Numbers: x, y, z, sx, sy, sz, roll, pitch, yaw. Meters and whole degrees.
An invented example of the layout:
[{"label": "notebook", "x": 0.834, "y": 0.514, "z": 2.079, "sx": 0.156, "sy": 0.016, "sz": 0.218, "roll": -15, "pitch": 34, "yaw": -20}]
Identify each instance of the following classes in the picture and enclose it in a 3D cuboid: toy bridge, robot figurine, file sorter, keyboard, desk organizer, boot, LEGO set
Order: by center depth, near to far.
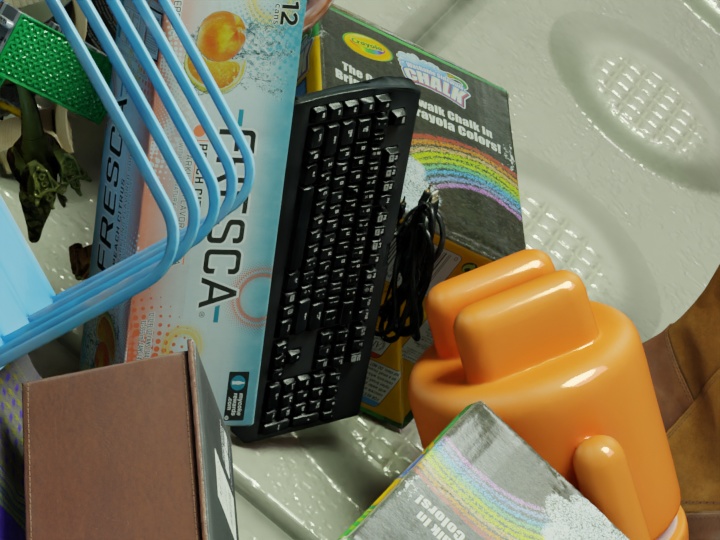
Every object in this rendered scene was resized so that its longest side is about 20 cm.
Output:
[{"label": "file sorter", "x": -0.130, "y": -0.047, "z": 1.057, "sx": 0.139, "sy": 0.123, "sz": 0.200, "roll": 61, "pitch": 10, "yaw": -5}, {"label": "desk organizer", "x": -0.091, "y": 0.132, "z": 1.111, "sx": 0.077, "sy": 0.072, "sz": 0.200, "roll": -11, "pitch": 48, "yaw": 4}, {"label": "keyboard", "x": 0.000, "y": 0.000, "z": 1.268, "sx": 0.104, "sy": 0.200, "sz": 0.040, "roll": -17, "pitch": 46, "yaw": -31}, {"label": "LEGO set", "x": -0.142, "y": -0.048, "z": 1.269, "sx": 0.200, "sy": 0.154, "sz": 0.116, "roll": 17, "pitch": 8, "yaw": -28}, {"label": "toy bridge", "x": -0.168, "y": -0.138, "z": 1.297, "sx": 0.067, "sy": 0.200, "sz": 0.027, "roll": -14, "pitch": 38, "yaw": 2}, {"label": "robot figurine", "x": 0.091, "y": 0.092, "z": 1.304, "sx": 0.117, "sy": 0.144, "sz": 0.200, "roll": -40, "pitch": 121, "yaw": -48}, {"label": "boot", "x": 0.228, "y": 0.079, "z": 1.420, "sx": 0.068, "sy": 0.200, "sz": 0.188, "roll": -8, "pitch": 55, "yaw": -50}]

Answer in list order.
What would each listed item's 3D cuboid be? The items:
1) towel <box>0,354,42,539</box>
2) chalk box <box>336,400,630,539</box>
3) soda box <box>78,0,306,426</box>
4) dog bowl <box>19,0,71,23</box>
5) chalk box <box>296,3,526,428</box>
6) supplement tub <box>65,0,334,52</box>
[{"label": "towel", "x": -0.157, "y": 0.088, "z": 1.110, "sx": 0.200, "sy": 0.023, "sz": 0.144, "roll": -94, "pitch": 164, "yaw": -48}, {"label": "chalk box", "x": 0.023, "y": 0.170, "z": 1.175, "sx": 0.124, "sy": 0.124, "sz": 0.200, "roll": 44, "pitch": 33, "yaw": 5}, {"label": "soda box", "x": -0.076, "y": -0.034, "z": 1.200, "sx": 0.068, "sy": 0.200, "sz": 0.064, "roll": 2, "pitch": 16, "yaw": -24}, {"label": "dog bowl", "x": -0.216, "y": -0.201, "z": 1.315, "sx": 0.200, "sy": 0.200, "sz": 0.079, "roll": 23, "pitch": 37, "yaw": -24}, {"label": "chalk box", "x": -0.001, "y": -0.044, "z": 1.415, "sx": 0.125, "sy": 0.124, "sz": 0.200, "roll": 25, "pitch": 34, "yaw": -20}, {"label": "supplement tub", "x": -0.073, "y": -0.154, "z": 1.354, "sx": 0.107, "sy": 0.200, "sz": 0.107, "roll": 3, "pitch": 83, "yaw": -25}]
